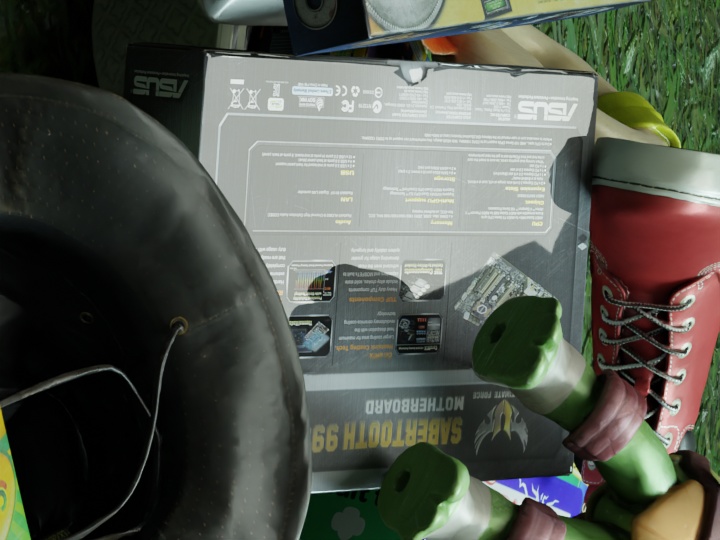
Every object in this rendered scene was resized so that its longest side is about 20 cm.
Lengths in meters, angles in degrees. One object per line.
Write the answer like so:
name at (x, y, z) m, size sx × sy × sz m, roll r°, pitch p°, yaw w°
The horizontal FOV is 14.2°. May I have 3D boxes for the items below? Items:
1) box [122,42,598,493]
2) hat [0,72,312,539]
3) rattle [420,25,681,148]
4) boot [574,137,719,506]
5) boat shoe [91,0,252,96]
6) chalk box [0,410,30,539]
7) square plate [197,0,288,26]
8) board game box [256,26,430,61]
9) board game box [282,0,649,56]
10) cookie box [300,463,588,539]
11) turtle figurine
box at (0.000, 0.000, 1.069) m, size 0.199 × 0.048 × 0.160 m, roll -1°, pitch 97°, yaw -41°
hat at (-0.113, 0.041, 0.895) m, size 0.081 × 0.199 × 0.202 m, roll 174°, pitch -85°, yaw -69°
rattle at (0.039, -0.058, 1.279) m, size 0.200 × 0.143 × 0.131 m, roll 14°, pitch 43°, yaw -55°
boot at (0.118, 0.028, 1.185) m, size 0.200 × 0.072 × 0.145 m, roll 47°, pitch 57°, yaw -75°
boat shoe at (-0.059, -0.130, 1.103) m, size 0.062 × 0.074 × 0.201 m, roll 25°, pitch 58°, yaw -48°
chalk box at (-0.165, 0.050, 0.702) m, size 0.124 × 0.124 × 0.201 m, roll -47°, pitch 129°, yaw -64°
square plate at (-0.025, -0.189, 1.096) m, size 0.198 × 0.028 × 0.201 m, roll -6°, pitch 78°, yaw -59°
board game box at (0.001, -0.013, 1.294) m, size 0.200 × 0.056 × 0.166 m, roll 63°, pitch 33°, yaw -51°
board game box at (0.031, -0.154, 1.044) m, size 0.200 × 0.034 × 0.137 m, roll -13°, pitch 92°, yaw -56°
cookie box at (0.021, 0.148, 1.219) m, size 0.171 × 0.075 × 0.201 m, roll 37°, pitch 68°, yaw -60°
turtle figurine at (0.117, 0.107, 1.044) m, size 0.193 × 0.144 × 0.201 m, roll 33°, pitch 33°, yaw -24°
